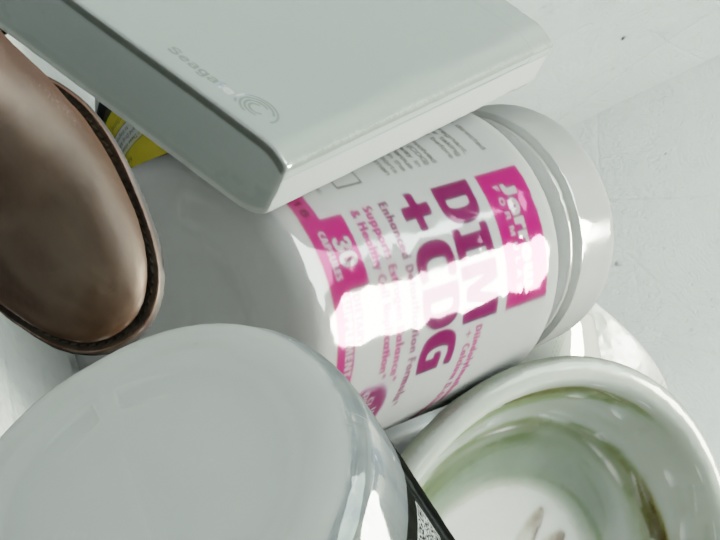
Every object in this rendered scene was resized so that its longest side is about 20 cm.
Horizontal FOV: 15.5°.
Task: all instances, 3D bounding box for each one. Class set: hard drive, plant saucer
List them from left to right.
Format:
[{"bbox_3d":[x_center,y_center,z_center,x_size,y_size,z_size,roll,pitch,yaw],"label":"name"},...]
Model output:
[{"bbox_3d":[-0.029,-0.089,0.924,0.132,0.026,0.200,36,30,15],"label":"hard drive"},{"bbox_3d":[0.056,0.128,0.989,0.050,0.200,0.201,13,-40,49],"label":"plant saucer"}]

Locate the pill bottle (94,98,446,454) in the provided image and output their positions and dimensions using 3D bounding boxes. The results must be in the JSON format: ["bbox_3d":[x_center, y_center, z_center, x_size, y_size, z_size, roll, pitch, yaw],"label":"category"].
[{"bbox_3d":[-0.029,-0.007,1.097,0.112,0.112,0.201,44,22,-70],"label":"pill bottle"}]

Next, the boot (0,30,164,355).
[{"bbox_3d":[-0.129,-0.048,0.695,0.187,0.064,0.200,52,4,0],"label":"boot"}]

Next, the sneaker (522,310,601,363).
[{"bbox_3d":[0.086,0.103,1.074,0.076,0.080,0.201,-20,117,-52],"label":"sneaker"}]

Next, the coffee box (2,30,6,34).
[{"bbox_3d":[-0.153,-0.200,0.972,0.115,0.079,0.201,-100,163,-63],"label":"coffee box"}]

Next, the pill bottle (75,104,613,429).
[{"bbox_3d":[0.000,0.000,0.949,0.200,0.113,0.114,-18,81,-51],"label":"pill bottle"}]

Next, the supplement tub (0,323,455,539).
[{"bbox_3d":[-0.017,0.118,0.719,0.200,0.122,0.123,57,10,-42],"label":"supplement tub"}]

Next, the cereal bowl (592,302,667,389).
[{"bbox_3d":[0.056,0.061,1.372,0.199,0.084,0.200,26,-21,10],"label":"cereal bowl"}]
